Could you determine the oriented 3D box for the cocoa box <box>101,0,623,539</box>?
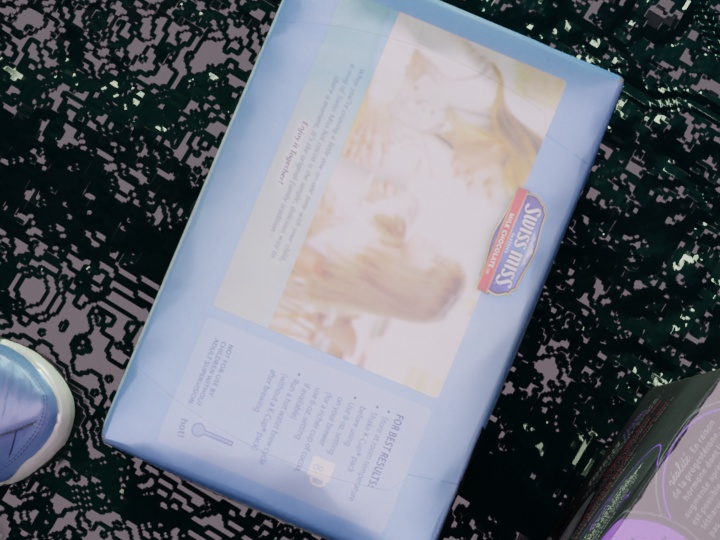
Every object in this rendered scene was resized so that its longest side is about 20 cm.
[{"bbox_3d":[0.000,0.000,0.966,0.133,0.131,0.200,22,85,1],"label":"cocoa box"}]

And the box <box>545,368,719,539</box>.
[{"bbox_3d":[0.129,0.115,0.924,0.106,0.200,0.122,36,86,2],"label":"box"}]

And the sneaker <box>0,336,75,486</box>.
[{"bbox_3d":[-0.212,0.045,0.986,0.200,0.077,0.076,9,84,-2],"label":"sneaker"}]
